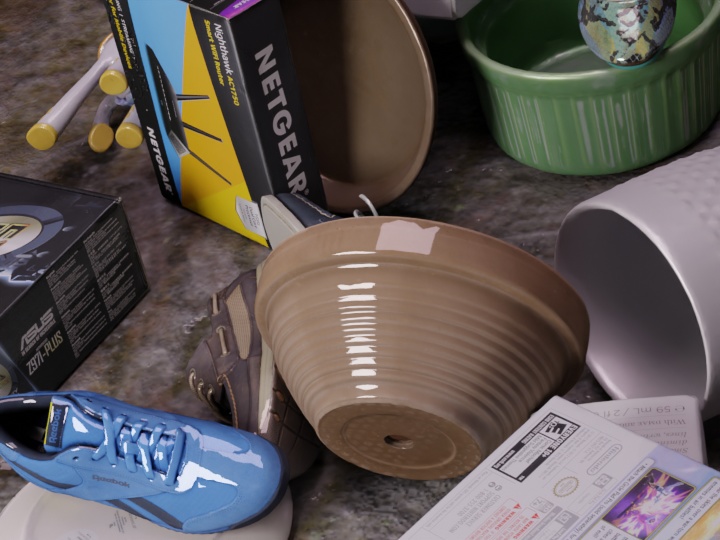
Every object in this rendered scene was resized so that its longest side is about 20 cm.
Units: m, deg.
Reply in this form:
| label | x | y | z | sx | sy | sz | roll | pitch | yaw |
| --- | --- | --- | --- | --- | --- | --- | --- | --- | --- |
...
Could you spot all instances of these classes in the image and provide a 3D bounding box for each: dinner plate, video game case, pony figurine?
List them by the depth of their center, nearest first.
| label | x | y | z | sx | sy | sz | roll | pitch | yaw |
| --- | --- | --- | --- | --- | --- | --- | --- | --- | --- |
| video game case | 0.104 | 0.166 | 0.976 | 0.200 | 0.046 | 0.181 | -39 | 41 | -27 |
| dinner plate | -0.141 | 0.158 | 1.208 | 0.199 | 0.024 | 0.200 | -10 | 37 | 8 |
| pony figurine | -0.165 | -0.190 | 1.562 | 0.193 | 0.166 | 0.200 | -29 | 29 | 42 |

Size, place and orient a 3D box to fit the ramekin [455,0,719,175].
| label | x | y | z | sx | sy | sz | roll | pitch | yaw |
| --- | --- | --- | --- | --- | --- | --- | --- | --- | --- |
| ramekin | 0.175 | -0.157 | 1.450 | 0.199 | 0.098 | 0.200 | -10 | 37 | 7 |

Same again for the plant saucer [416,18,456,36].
| label | x | y | z | sx | sy | sz | roll | pitch | yaw |
| --- | --- | --- | --- | --- | --- | --- | --- | --- | --- |
| plant saucer | 0.073 | -0.258 | 1.599 | 0.200 | 0.039 | 0.201 | -8 | 37 | 6 |

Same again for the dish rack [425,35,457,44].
| label | x | y | z | sx | sy | sz | roll | pitch | yaw |
| --- | --- | --- | --- | --- | --- | --- | --- | --- | --- |
| dish rack | 0.011 | -0.232 | 1.653 | 0.171 | 0.044 | 0.200 | -14 | 36 | 0 |

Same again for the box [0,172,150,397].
| label | x | y | z | sx | sy | sz | roll | pitch | yaw |
| --- | --- | --- | --- | --- | --- | --- | --- | --- | --- |
| box | -0.275 | 0.025 | 1.375 | 0.163 | 0.086 | 0.200 | 13 | 44 | 31 |

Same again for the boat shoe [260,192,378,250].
| label | x | y | z | sx | sy | sz | roll | pitch | yaw |
| --- | --- | --- | --- | --- | --- | --- | --- | --- | --- |
| boat shoe | 0.000 | 0.000 | 1.323 | 0.062 | 0.075 | 0.200 | -30 | 40 | -17 |

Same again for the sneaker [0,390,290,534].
| label | x | y | z | sx | sy | sz | roll | pitch | yaw |
| --- | --- | --- | --- | --- | --- | --- | --- | --- | --- |
| sneaker | -0.139 | 0.110 | 1.170 | 0.200 | 0.078 | 0.066 | 8 | 72 | 29 |

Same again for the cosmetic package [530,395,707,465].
| label | x | y | z | sx | sy | sz | roll | pitch | yaw |
| --- | --- | --- | --- | --- | --- | --- | --- | --- | --- |
| cosmetic package | 0.143 | 0.162 | 1.063 | 0.101 | 0.074 | 0.200 | -8 | 36 | 10 |

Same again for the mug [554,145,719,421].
| label | x | y | z | sx | sy | sz | roll | pitch | yaw |
| --- | --- | --- | --- | --- | --- | --- | --- | --- | --- |
| mug | 0.243 | 0.017 | 1.180 | 0.175 | 0.148 | 0.200 | -23 | 67 | -23 |

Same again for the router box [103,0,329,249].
| label | x | y | z | sx | sy | sz | roll | pitch | yaw |
| --- | --- | --- | --- | --- | --- | --- | --- | --- | --- |
| router box | -0.105 | -0.123 | 1.415 | 0.051 | 0.200 | 0.149 | -37 | 42 | -29 |

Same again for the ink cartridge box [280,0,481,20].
| label | x | y | z | sx | sy | sz | roll | pitch | yaw |
| --- | --- | --- | --- | --- | --- | --- | --- | --- | --- |
| ink cartridge box | 0.010 | -0.254 | 1.465 | 0.199 | 0.085 | 0.145 | 9 | 32 | 26 |

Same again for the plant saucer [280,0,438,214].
| label | x | y | z | sx | sy | sz | roll | pitch | yaw |
| --- | --- | --- | --- | --- | --- | --- | --- | --- | --- |
| plant saucer | -0.020 | -0.139 | 1.418 | 0.200 | 0.201 | 0.029 | 16 | 30 | 35 |

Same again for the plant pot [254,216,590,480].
| label | x | y | z | sx | sy | sz | roll | pitch | yaw |
| --- | --- | --- | --- | --- | --- | --- | --- | --- | --- |
| plant pot | 0.030 | 0.059 | 1.149 | 0.200 | 0.201 | 0.093 | 0 | 57 | 19 |

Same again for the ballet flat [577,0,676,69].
| label | x | y | z | sx | sy | sz | roll | pitch | yaw |
| --- | --- | --- | --- | --- | --- | --- | --- | --- | --- |
| ballet flat | 0.187 | -0.221 | 1.389 | 0.074 | 0.074 | 0.200 | -5 | 38 | 12 |

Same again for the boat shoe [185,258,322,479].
| label | x | y | z | sx | sy | sz | roll | pitch | yaw |
| --- | --- | --- | --- | --- | --- | --- | --- | --- | --- |
| boat shoe | -0.069 | 0.072 | 1.268 | 0.073 | 0.075 | 0.200 | -22 | 30 | 13 |
